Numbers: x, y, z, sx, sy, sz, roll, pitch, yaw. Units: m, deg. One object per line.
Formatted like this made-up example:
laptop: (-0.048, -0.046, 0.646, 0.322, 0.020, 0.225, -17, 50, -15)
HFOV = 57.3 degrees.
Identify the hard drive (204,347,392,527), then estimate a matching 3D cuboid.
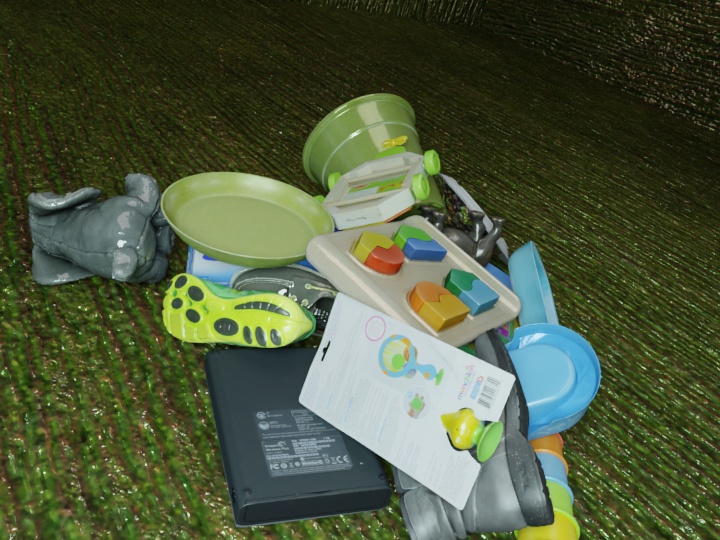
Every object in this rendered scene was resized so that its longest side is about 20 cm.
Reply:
hard drive: (-0.068, 0.148, 0.640, 0.139, 0.033, 0.200, 1, 33, -23)

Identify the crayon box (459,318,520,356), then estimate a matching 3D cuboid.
crayon box: (0.096, 0.060, 0.775, 0.200, 0.058, 0.119, 33, 32, -7)

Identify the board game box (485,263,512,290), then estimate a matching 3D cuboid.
board game box: (0.130, 0.027, 0.935, 0.158, 0.039, 0.200, -19, 41, -35)

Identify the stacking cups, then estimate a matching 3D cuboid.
stacking cups: (0.179, 0.208, 0.634, 0.060, 0.061, 0.200, 19, 27, 6)

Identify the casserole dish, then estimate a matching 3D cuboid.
casserole dish: (0.223, 0.057, 0.828, 0.039, 0.121, 0.200, -16, 54, 19)

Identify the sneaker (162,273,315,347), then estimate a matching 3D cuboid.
sneaker: (-0.138, 0.052, 0.726, 0.200, 0.074, 0.084, 10, -6, 29)

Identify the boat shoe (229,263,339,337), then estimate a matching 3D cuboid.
boat shoe: (-0.057, 0.042, 0.786, 0.201, 0.072, 0.060, 13, 25, -11)

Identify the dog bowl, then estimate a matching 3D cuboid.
dog bowl: (0.142, 0.126, 0.671, 0.200, 0.050, 0.112, -18, 47, 5)

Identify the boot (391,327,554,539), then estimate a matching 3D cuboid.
boot: (0.087, 0.146, 0.599, 0.131, 0.070, 0.200, -18, 41, 15)

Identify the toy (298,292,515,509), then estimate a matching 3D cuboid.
toy: (0.040, 0.108, 0.590, 0.200, 0.115, 0.047, 24, 5, 42)

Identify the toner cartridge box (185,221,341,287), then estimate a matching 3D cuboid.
toner cartridge box: (-0.111, -0.006, 0.820, 0.200, 0.095, 0.043, 1, 33, -23)

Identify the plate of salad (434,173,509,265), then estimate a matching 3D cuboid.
plate of salad: (0.168, -0.078, 1.043, 0.200, 0.048, 0.200, 51, 7, -8)

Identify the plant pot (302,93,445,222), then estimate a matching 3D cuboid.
plant pot: (0.038, -0.133, 1.020, 0.200, 0.200, 0.190, -8, 56, -34)

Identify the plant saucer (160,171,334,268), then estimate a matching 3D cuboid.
plant saucer: (-0.131, -0.057, 0.771, 0.200, 0.031, 0.200, 12, 31, -7)

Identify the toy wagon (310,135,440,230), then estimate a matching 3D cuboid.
toy wagon: (0.028, -0.120, 0.872, 0.155, 0.040, 0.200, -9, 30, 26)

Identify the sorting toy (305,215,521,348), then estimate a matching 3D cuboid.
sorting toy: (0.066, 0.005, 0.717, 0.185, 0.037, 0.200, 43, 36, 23)

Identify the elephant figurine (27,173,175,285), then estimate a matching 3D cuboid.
elephant figurine: (-0.333, -0.044, 0.778, 0.200, 0.155, 0.142, 5, 73, 2)

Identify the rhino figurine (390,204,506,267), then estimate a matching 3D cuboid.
rhino figurine: (0.096, -0.043, 0.914, 0.200, 0.088, 0.060, 5, 16, -10)
